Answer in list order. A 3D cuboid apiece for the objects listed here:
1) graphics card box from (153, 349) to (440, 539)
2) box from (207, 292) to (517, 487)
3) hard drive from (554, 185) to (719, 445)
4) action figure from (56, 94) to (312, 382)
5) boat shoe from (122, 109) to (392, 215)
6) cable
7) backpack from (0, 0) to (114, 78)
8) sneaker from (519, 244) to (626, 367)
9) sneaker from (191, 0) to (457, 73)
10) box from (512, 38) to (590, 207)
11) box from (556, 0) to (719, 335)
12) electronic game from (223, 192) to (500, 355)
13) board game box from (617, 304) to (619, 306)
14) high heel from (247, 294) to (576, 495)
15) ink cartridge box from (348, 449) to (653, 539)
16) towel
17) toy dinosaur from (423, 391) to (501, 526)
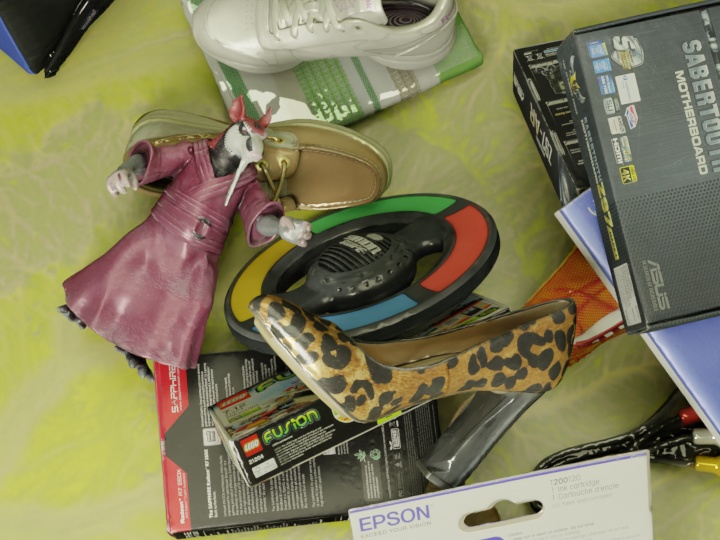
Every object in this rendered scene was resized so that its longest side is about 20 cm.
[{"bbox_3d":[-0.042,0.116,1.073,0.198,0.051,0.127,-7,74,-3],"label":"graphics card box"},{"bbox_3d":[0.001,0.074,1.003,0.199,0.110,0.035,-25,101,-10],"label":"box"},{"bbox_3d":[0.242,0.004,1.023,0.131,0.025,0.201,-35,87,-9],"label":"hard drive"},{"bbox_3d":[-0.112,-0.026,1.045,0.133,0.149,0.201,32,90,-5],"label":"action figure"},{"bbox_3d":[-0.077,-0.068,1.103,0.198,0.075,0.067,4,33,7],"label":"boat shoe"},{"bbox_3d":[0.213,0.118,1.081,0.198,0.050,0.098,-9,74,-6],"label":"cable"},{"bbox_3d":[-0.234,-0.284,1.120,0.168,0.163,0.200,42,78,13],"label":"backpack"},{"bbox_3d":[0.155,0.022,1.102,0.199,0.073,0.078,-25,73,-19],"label":"sneaker"},{"bbox_3d":[-0.025,-0.193,1.109,0.198,0.100,0.076,-3,77,-4],"label":"sneaker"},{"bbox_3d":[0.228,-0.118,1.115,0.198,0.044,0.161,-13,48,-6],"label":"box"},{"bbox_3d":[0.229,-0.072,0.992,0.156,0.051,0.202,-11,84,-9],"label":"box"},{"bbox_3d":[0.000,0.000,1.050,0.198,0.200,0.042,-22,115,-8],"label":"electronic game"},{"bbox_3d":[0.264,-0.022,1.096,0.104,0.023,0.201,32,54,-3],"label":"board game box"},{"bbox_3d":[0.036,0.032,0.909,0.200,0.071,0.143,39,92,-31],"label":"high heel"},{"bbox_3d":[0.097,0.212,0.986,0.196,0.043,0.202,-10,114,-5],"label":"ink cartridge box"},{"bbox_3d":[-0.023,-0.182,1.172,0.198,0.031,0.150,-23,79,-10],"label":"towel"},{"bbox_3d":[0.049,0.171,1.026,0.100,0.058,0.202,-9,105,-14],"label":"toy dinosaur"}]
